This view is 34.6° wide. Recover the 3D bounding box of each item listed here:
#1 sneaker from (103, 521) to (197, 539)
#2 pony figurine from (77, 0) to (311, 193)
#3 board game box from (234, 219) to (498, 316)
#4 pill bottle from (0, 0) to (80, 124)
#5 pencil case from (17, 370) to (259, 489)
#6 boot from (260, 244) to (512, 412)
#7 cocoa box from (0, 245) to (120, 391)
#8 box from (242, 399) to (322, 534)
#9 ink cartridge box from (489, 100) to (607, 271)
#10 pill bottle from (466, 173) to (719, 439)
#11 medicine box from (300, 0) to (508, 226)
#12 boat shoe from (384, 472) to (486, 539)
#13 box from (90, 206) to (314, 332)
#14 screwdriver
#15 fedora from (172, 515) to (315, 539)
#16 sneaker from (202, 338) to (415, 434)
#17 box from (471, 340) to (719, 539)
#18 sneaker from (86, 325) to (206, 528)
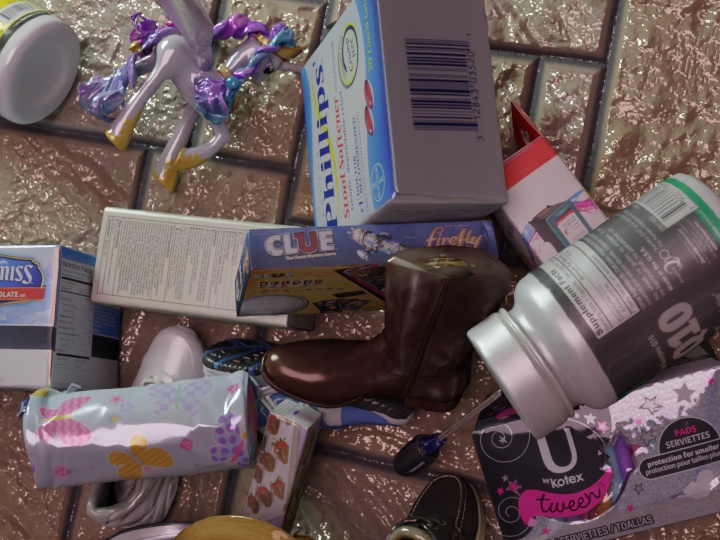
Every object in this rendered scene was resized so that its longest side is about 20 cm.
[{"bbox_3d":[-0.212,0.316,1.054,0.201,0.077,0.147,-24,66,21],"label":"sneaker"},{"bbox_3d":[-0.169,-0.200,1.092,0.200,0.167,0.193,-44,107,3],"label":"pony figurine"},{"bbox_3d":[0.000,0.000,0.960,0.198,0.136,0.035,-2,72,-12],"label":"board game box"},{"bbox_3d":[-0.390,-0.238,1.161,0.199,0.112,0.113,30,92,17],"label":"pill bottle"},{"bbox_3d":[-0.184,0.134,0.985,0.198,0.091,0.084,-4,120,-1],"label":"pencil case"},{"bbox_3d":[0.014,0.041,0.926,0.185,0.201,0.065,4,57,-4],"label":"boot"},{"bbox_3d":[-0.345,0.048,1.101,0.198,0.133,0.132,0,82,15],"label":"cocoa box"},{"bbox_3d":[-0.079,0.213,1.025,0.038,0.041,0.202,20,108,16],"label":"box"},{"bbox_3d":[0.164,-0.035,0.979,0.067,0.116,0.201,-35,75,1],"label":"ink cartridge box"},{"bbox_3d":[0.185,0.029,0.847,0.199,0.113,0.113,-34,76,1],"label":"pill bottle"},{"bbox_3d":[0.030,-0.118,0.976,0.102,0.200,0.184,-1,78,-20],"label":"medicine box"},{"bbox_3d":[0.052,0.233,0.947,0.073,0.200,0.065,-16,119,27],"label":"boat shoe"},{"bbox_3d":[-0.142,0.000,1.081,0.198,0.078,0.096,8,85,16],"label":"box"},{"bbox_3d":[0.075,0.137,0.963,0.029,0.200,0.028,43,57,-3],"label":"screwdriver"},{"bbox_3d":[-0.079,0.281,0.971,0.199,0.082,0.202,10,112,26],"label":"fedora"},{"bbox_3d":[-0.047,0.116,1.055,0.198,0.076,0.078,10,114,13],"label":"sneaker"},{"bbox_3d":[0.202,0.140,0.932,0.199,0.132,0.116,-18,93,12],"label":"box"},{"bbox_3d":[-0.196,0.147,1.066,0.077,0.099,0.202,14,87,19],"label":"sneaker"}]
